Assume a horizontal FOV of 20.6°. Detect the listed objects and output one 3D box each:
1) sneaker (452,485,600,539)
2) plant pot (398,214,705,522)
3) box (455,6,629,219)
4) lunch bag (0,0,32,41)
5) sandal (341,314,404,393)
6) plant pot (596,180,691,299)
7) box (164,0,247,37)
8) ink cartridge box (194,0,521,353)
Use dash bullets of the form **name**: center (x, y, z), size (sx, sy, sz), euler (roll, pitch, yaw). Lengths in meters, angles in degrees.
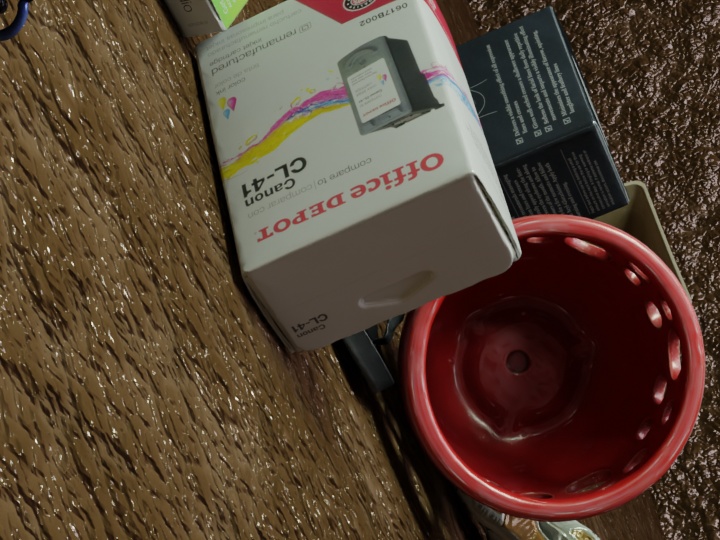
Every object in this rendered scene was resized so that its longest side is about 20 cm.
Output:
- **sneaker**: center (0.110, 0.186, 1.478), size (0.200, 0.075, 0.088), euler (57, -27, 9)
- **plant pot**: center (0.120, 0.068, 1.363), size (0.183, 0.200, 0.201), euler (133, -65, -84)
- **box**: center (0.099, -0.099, 1.629), size (0.107, 0.199, 0.149), euler (59, 14, -46)
- **lunch bag**: center (-0.146, -0.168, 0.621), size (0.132, 0.135, 0.201), euler (-76, 144, -74)
- **sandal**: center (0.000, -0.001, 1.326), size (0.201, 0.043, 0.076), euler (-101, 165, -51)
- **plant pot**: center (0.284, 0.042, 2.421), size (0.177, 0.199, 0.201), euler (73, 1, -54)
- **box**: center (-0.086, -0.257, 1.213), size (0.145, 0.036, 0.200), euler (62, 37, -30)
- **ink cartridge box**: center (-0.005, -0.072, 1.148), size (0.086, 0.147, 0.201), euler (57, 13, -45)
